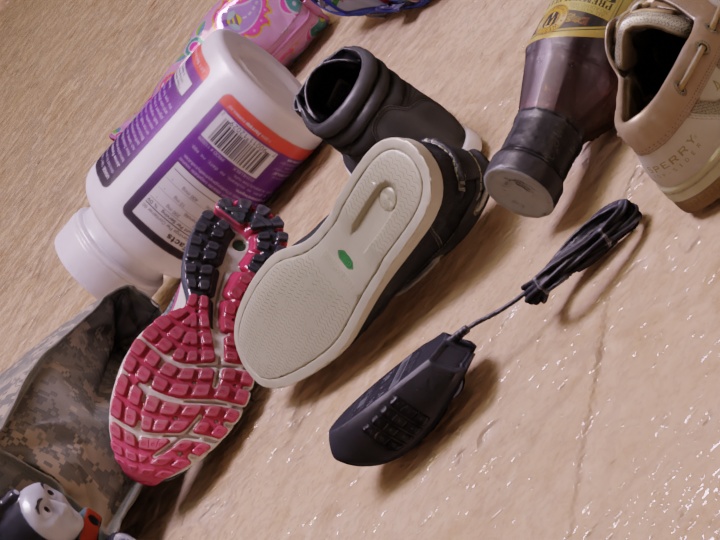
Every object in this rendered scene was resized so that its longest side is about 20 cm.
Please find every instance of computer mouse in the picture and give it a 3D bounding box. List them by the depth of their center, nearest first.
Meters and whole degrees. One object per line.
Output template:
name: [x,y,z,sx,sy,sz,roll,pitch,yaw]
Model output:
computer mouse: [0.063,0.036,1.089,0.200,0.034,0.059,-39,5,20]

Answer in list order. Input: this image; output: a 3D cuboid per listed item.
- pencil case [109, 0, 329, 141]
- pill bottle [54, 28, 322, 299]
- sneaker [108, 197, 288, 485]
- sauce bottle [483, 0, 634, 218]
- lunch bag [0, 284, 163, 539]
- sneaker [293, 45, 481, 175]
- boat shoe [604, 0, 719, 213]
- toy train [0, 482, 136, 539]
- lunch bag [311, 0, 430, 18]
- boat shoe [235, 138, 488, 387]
pencil case: [-0.112,-0.151,1.767,0.200,0.087,0.087,-51,18,1]
pill bottle: [-0.127,-0.066,1.593,0.200,0.111,0.112,-46,19,16]
sneaker: [-0.095,0.052,1.374,0.075,0.080,0.201,105,-172,-54]
sauce bottle: [0.123,-0.118,1.169,0.066,0.066,0.201,-23,34,55]
lunch bag: [-0.200,0.116,1.408,0.164,0.117,0.200,-41,16,36]
sneaker: [0.002,-0.098,1.365,0.071,0.099,0.200,-54,17,-2]
boat shoe: [0.155,-0.109,1.073,0.072,0.065,0.201,-39,22,32]
toy train: [-0.212,0.207,1.280,0.200,0.114,0.085,-44,20,23]
lunch bag: [-0.031,-0.260,1.596,0.160,0.200,0.076,3,57,52]
boat shoe: [0.000,0.000,1.249,0.067,0.072,0.200,-11,-28,-48]
